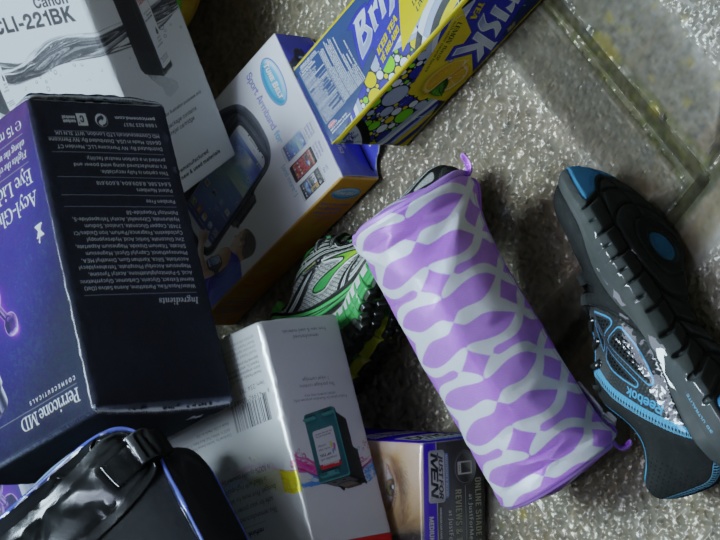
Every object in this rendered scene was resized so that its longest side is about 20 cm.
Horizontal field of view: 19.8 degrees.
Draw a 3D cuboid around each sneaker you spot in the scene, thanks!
[{"bbox_3d":[0.000,0.000,1.305,0.200,0.078,0.086,-48,58,34],"label":"sneaker"},{"bbox_3d":[0.151,0.033,1.160,0.082,0.073,0.201,-44,60,37],"label":"sneaker"}]

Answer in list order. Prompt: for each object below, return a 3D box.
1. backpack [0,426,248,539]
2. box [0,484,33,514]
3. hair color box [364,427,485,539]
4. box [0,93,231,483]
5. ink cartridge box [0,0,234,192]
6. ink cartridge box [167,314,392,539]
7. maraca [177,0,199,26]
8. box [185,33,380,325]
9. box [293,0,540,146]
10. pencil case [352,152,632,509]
[{"bbox_3d":[-0.145,0.216,1.192,0.199,0.147,0.184,-36,64,6],"label":"backpack"},{"bbox_3d":[-0.181,0.104,1.465,0.147,0.104,0.201,-21,75,42],"label":"box"},{"bbox_3d":[-0.012,0.157,1.327,0.199,0.065,0.110,-2,90,43],"label":"hair color box"},{"bbox_3d":[-0.179,0.014,1.270,0.148,0.104,0.201,-31,68,44],"label":"box"},{"bbox_3d":[-0.190,-0.144,1.372,0.144,0.084,0.201,-3,115,39],"label":"ink cartridge box"},{"bbox_3d":[-0.050,0.140,1.270,0.116,0.067,0.201,-25,75,45],"label":"ink cartridge box"},{"bbox_3d":[-0.182,-0.217,1.467,0.200,0.106,0.138,22,118,51],"label":"maraca"},{"bbox_3d":[-0.067,-0.066,1.398,0.200,0.041,0.120,-46,60,37],"label":"box"},{"bbox_3d":[0.049,-0.162,1.262,0.200,0.070,0.065,-45,62,35],"label":"box"},{"bbox_3d":[0.075,0.040,1.189,0.085,0.084,0.201,-31,90,6],"label":"pencil case"}]
